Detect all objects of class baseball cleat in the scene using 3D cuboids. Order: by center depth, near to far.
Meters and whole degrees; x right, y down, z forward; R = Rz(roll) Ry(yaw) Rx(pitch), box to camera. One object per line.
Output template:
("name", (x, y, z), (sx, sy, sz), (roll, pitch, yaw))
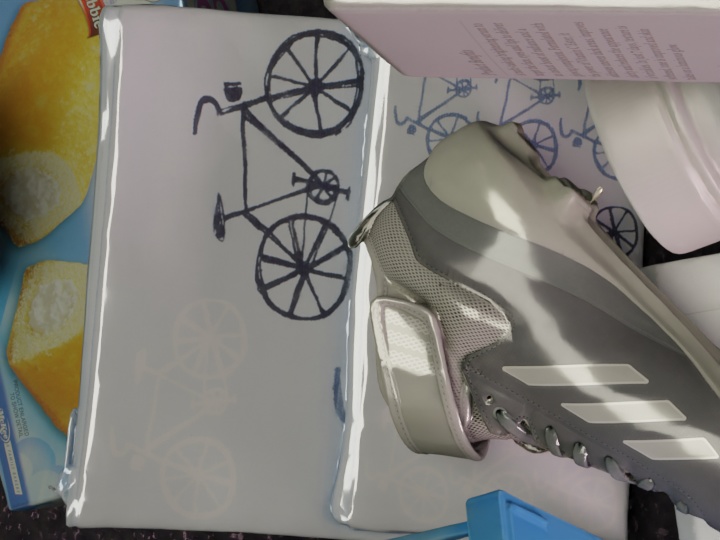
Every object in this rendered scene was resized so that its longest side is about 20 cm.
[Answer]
("baseball cleat", (0.077, 0.047, 0.985), (0.106, 0.070, 0.200), (-43, 75, 11))

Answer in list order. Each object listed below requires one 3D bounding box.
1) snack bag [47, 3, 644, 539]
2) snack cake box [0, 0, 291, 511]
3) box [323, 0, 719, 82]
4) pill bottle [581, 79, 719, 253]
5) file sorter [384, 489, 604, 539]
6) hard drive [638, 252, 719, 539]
("snack bag", (0.000, 0.000, 1.023), (0.200, 0.021, 0.189), (5, 89, -10))
("snack cake box", (-0.086, -0.023, 1.089), (0.115, 0.067, 0.200), (-16, 83, 22))
("box", (0.100, -0.136, 0.859), (0.200, 0.106, 0.153), (2, 84, 13))
("pill bottle", (0.175, -0.080, 0.957), (0.200, 0.111, 0.111), (-23, 80, 21))
("file sorter", (0.036, 0.194, 0.971), (0.123, 0.139, 0.200), (-17, 65, 26))
("hard drive", (0.172, 0.087, 1.001), (0.132, 0.026, 0.200), (-10, 84, 22))
